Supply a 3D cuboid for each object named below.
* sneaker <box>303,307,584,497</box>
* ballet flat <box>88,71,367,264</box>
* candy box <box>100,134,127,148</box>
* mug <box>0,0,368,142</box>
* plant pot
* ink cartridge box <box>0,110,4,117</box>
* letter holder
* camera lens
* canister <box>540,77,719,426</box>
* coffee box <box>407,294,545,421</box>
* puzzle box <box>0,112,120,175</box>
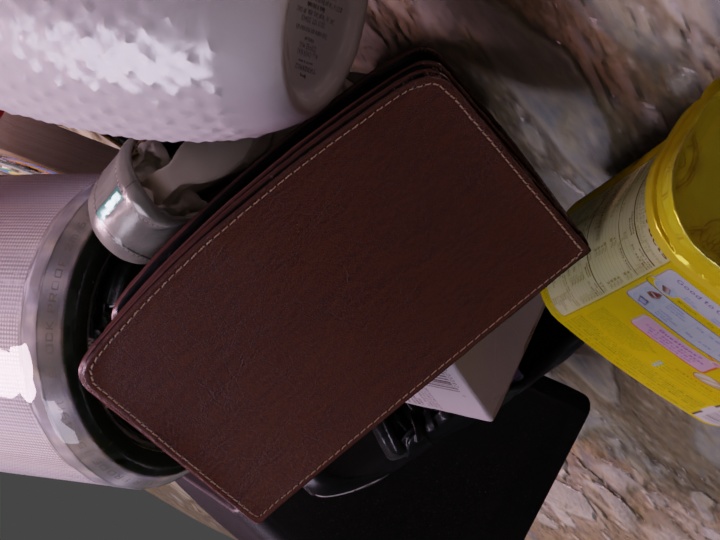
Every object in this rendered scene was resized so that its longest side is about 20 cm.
[{"bbox_3d":[0.046,0.059,1.068,0.076,0.199,0.087,60,156,-3],"label":"sneaker"},{"bbox_3d":[-0.042,-0.060,0.914,0.068,0.199,0.064,55,144,11],"label":"ballet flat"},{"bbox_3d":[-0.171,-0.126,1.151,0.199,0.026,0.103,33,153,24],"label":"candy box"},{"bbox_3d":[-0.099,-0.137,0.811,0.174,0.149,0.200,15,170,21],"label":"mug"},{"bbox_3d":[-0.009,0.110,1.195,0.177,0.201,0.199,33,174,-31],"label":"plant pot"},{"bbox_3d":[-0.194,-0.138,0.908,0.044,0.201,0.176,20,160,34],"label":"ink cartridge box"},{"bbox_3d":[-0.026,-0.012,0.829,0.142,0.200,0.101,43,-169,-40],"label":"letter holder"},{"bbox_3d":[-0.164,0.029,0.994,0.198,0.161,0.160,1,147,38],"label":"camera lens"},{"bbox_3d":[0.170,0.002,0.836,0.148,0.087,0.200,35,165,-4],"label":"canister"},{"bbox_3d":[0.000,0.000,1.045,0.198,0.115,0.080,10,152,36],"label":"coffee box"},{"bbox_3d":[-0.207,-0.074,1.097,0.132,0.026,0.199,10,172,45],"label":"puzzle box"}]
